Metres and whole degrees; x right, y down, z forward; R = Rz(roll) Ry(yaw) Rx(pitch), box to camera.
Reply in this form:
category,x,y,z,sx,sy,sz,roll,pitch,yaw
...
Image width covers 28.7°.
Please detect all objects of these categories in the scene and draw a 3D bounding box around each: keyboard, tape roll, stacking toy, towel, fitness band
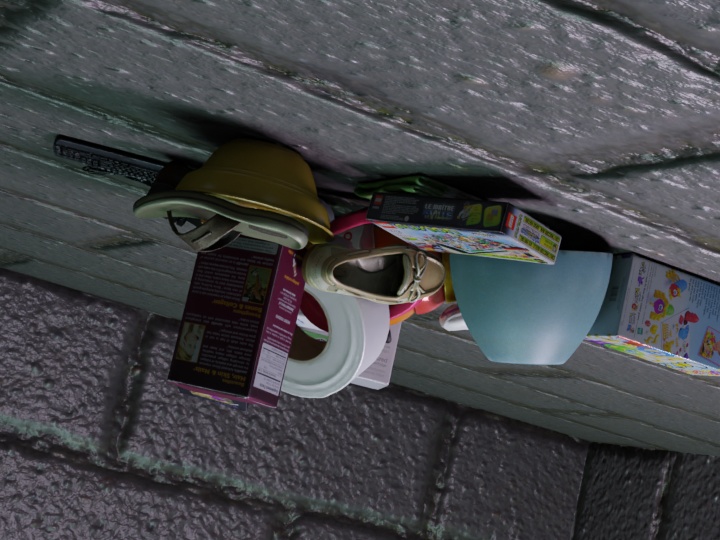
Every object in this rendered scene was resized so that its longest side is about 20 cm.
category,x,y,z,sx,sy,sz,roll,pitch,yaw
keyboard,-0.313,-0.135,1.887,0.198,0.021,0.127,15,170,-5
tape roll,-0.065,0.053,1.758,0.200,0.205,0.071,9,-157,28
stacking toy,0.103,-0.004,1.856,0.197,0.148,0.146,-7,168,5
towel,0.107,-0.065,1.669,0.198,0.031,0.149,19,168,-28
fitness band,0.000,0.000,1.779,0.198,0.145,0.037,-21,-177,28

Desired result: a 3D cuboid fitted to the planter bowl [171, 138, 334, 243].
category,x,y,z,sx,sy,sz,roll,pitch,yaw
planter bowl,-0.117,-0.099,1.620,0.198,0.084,0.200,13,171,2

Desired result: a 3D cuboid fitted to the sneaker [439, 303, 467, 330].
category,x,y,z,sx,sy,sz,roll,pitch,yaw
sneaker,0.200,0.076,1.838,0.198,0.101,0.075,-3,-179,-18

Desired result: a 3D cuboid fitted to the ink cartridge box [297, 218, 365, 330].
category,x,y,z,sx,sy,sz,roll,pitch,yaw
ink cartridge box,-0.093,-0.004,1.950,0.198,0.148,0.086,10,168,16

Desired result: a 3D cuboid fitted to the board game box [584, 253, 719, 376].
category,x,y,z,sx,sy,sz,roll,pitch,yaw
board game box,0.383,0.059,1.769,0.198,0.106,0.103,18,170,-23

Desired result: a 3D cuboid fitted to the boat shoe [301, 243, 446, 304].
category,x,y,z,sx,sy,sz,roll,pitch,yaw
boat shoe,0.027,0.004,1.656,0.199,0.074,0.063,9,-176,-35

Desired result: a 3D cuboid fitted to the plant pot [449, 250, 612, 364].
category,x,y,z,sx,sy,sz,roll,pitch,yaw
plant pot,0.204,0.043,1.705,0.197,0.137,0.200,2,179,0

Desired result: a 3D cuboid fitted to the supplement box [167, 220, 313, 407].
category,x,y,z,sx,sy,sz,roll,pitch,yaw
supplement box,-0.138,0.048,1.633,0.109,0.202,0.086,9,170,24

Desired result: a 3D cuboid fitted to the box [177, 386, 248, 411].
category,x,y,z,sx,sy,sz,roll,pitch,yaw
box,-0.190,0.111,1.931,0.105,0.124,0.200,15,167,-1

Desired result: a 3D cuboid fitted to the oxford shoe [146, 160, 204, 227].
category,x,y,z,sx,sy,sz,roll,pitch,yaw
oxford shoe,-0.173,-0.079,1.815,0.199,0.085,0.073,33,148,-19

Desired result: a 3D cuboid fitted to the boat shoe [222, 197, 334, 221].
category,x,y,z,sx,sy,sz,roll,pitch,yaw
boat shoe,-0.116,-0.083,1.788,0.199,0.070,0.066,9,-156,-47

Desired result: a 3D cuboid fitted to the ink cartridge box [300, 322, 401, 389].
category,x,y,z,sx,sy,sz,roll,pitch,yaw
ink cartridge box,-0.014,0.055,2.029,0.144,0.202,0.084,14,168,-10

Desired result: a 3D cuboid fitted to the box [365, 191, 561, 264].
category,x,y,z,sx,sy,sz,roll,pitch,yaw
box,0.114,-0.049,1.579,0.199,0.035,0.110,7,167,44

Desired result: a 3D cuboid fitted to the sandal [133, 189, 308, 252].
category,x,y,z,sx,sy,sz,roll,pitch,yaw
sandal,-0.158,-0.046,1.551,0.199,0.058,0.080,13,171,4
